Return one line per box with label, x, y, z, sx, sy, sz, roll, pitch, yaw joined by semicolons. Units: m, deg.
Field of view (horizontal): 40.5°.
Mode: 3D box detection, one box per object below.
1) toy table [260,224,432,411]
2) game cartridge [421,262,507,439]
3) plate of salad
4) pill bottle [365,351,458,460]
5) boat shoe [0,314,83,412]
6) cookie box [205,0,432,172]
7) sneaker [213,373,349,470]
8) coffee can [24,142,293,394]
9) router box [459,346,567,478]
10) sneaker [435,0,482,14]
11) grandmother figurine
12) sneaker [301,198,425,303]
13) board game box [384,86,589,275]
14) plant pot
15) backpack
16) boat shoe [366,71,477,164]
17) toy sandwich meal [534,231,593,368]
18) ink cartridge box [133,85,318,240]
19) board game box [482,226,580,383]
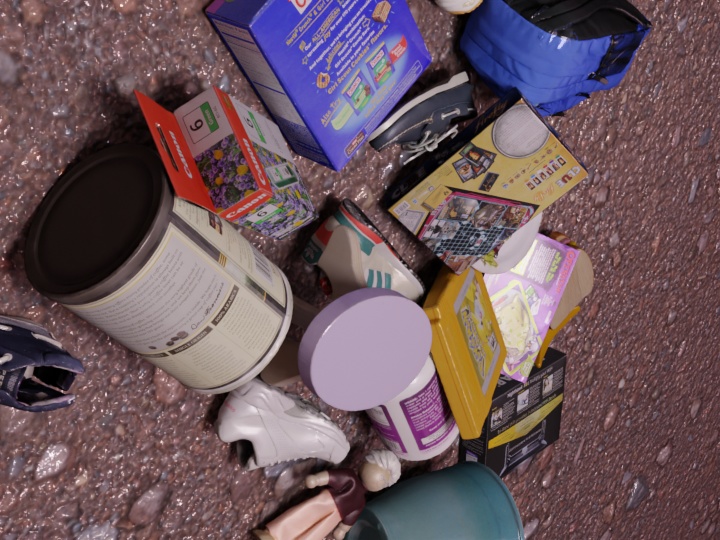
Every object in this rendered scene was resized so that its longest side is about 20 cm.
toy table;-0.023;0.057;0.997;0.184;0.117;0.200;-56;145;-3
game cartridge;0.134;0.083;1.226;0.200;0.032;0.177;-58;131;-60
plate of salad;0.185;-0.094;1.264;0.199;0.048;0.202;-6;98;-43
pill bottle;0.050;0.136;1.198;0.112;0.112;0.201;-47;139;-22
boat shoe;-0.316;0.068;0.775;0.199;0.092;0.075;8;102;-50
cookie box;-0.033;-0.230;0.961;0.171;0.075;0.200;-51;139;-17
sneaker;-0.094;0.186;1.105;0.200;0.078;0.100;38;86;-40
coffee can;-0.171;0.005;0.864;0.147;0.146;0.200;-57;139;-11
router box;0.234;0.222;1.493;0.199;0.052;0.158;-22;123;-40
sneaker;0.129;-0.386;1.068;0.087;0.075;0.201;25;87;-48
grandmother figurine;-0.033;0.291;1.207;0.199;0.061;0.122;-34;140;-19
sneaker;0.000;0.000;1.130;0.093;0.070;0.200;-41;143;2
board game box;0.146;-0.099;1.141;0.200;0.035;0.135;-38;119;19
plant pot;0.084;0.365;1.298;0.187;0.200;0.201;-1;109;-32
backpack;0.220;-0.265;1.161;0.199;0.162;0.168;-19;141;-44
boat shoe;0.072;-0.166;1.088;0.062;0.075;0.200;62;36;-8
toy sandwich meal;0.264;0.049;1.430;0.205;0.070;0.206;-24;124;-40
ink cartridge box;-0.112;-0.099;0.864;0.050;0.109;0.200;-29;164;13
board game box;0.213;0.043;1.354;0.119;0.032;0.201;23;92;-8
